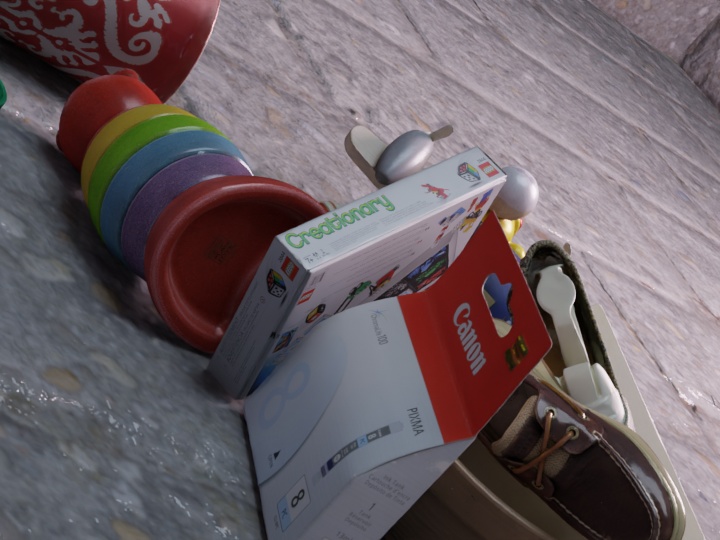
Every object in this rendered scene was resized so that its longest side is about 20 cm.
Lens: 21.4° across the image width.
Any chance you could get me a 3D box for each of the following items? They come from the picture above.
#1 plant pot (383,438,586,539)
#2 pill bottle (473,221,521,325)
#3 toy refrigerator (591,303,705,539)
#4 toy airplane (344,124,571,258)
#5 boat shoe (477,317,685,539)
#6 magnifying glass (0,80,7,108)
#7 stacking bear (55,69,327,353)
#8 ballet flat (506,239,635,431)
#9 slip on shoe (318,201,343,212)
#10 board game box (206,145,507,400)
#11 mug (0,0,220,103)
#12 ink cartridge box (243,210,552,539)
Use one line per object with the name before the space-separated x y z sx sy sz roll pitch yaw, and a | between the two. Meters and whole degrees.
plant pot | 0.066 0.138 1.215 0.201 0.093 0.201 38 18 -15
pill bottle | 0.085 0.035 1.426 0.200 0.112 0.112 47 17 -7
toy refrigerator | 0.166 0.131 1.324 0.070 0.076 0.200 -20 83 -40
toy airplane | 0.087 -0.030 1.566 0.200 0.141 0.199 30 22 -34
boat shoe | 0.106 0.102 1.133 0.072 0.072 0.200 2 39 -50
magnifying glass | -0.314 -0.171 1.255 0.200 0.022 0.080 44 18 1
stacking bear | -0.132 -0.059 1.246 0.114 0.121 0.200 33 9 -47
ballet flat | 0.132 0.061 1.214 0.075 0.068 0.200 85 -5 -49
slip on shoe | -0.024 0.027 1.348 0.061 0.074 0.200 -5 45 -15
board game box | 0.000 0.000 1.223 0.035 0.126 0.200 46 43 17
mug | -0.225 -0.224 1.397 0.200 0.133 0.178 25 24 -32
ink cartridge box | 0.015 0.064 1.101 0.047 0.200 0.160 32 20 -24
